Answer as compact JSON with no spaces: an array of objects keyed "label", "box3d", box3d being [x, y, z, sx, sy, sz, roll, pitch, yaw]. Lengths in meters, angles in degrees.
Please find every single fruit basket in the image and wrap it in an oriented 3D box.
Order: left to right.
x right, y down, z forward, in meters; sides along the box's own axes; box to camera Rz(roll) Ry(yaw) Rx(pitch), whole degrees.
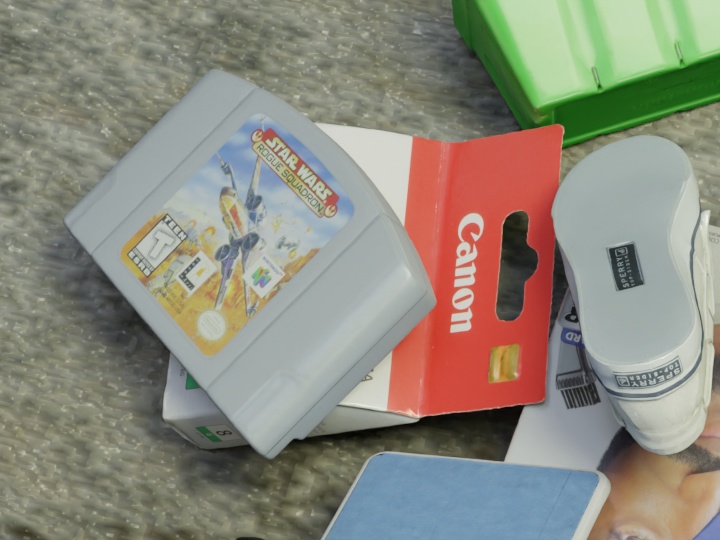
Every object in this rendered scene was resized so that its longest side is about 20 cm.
[{"label":"fruit basket","box3d":[0.138,-0.188,1.323,0.214,0.156,0.217,-1,77,5]}]

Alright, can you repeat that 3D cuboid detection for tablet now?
[{"label":"tablet","box3d":[0.024,0.155,1.146,0.129,0.014,0.200,3,39,27]}]

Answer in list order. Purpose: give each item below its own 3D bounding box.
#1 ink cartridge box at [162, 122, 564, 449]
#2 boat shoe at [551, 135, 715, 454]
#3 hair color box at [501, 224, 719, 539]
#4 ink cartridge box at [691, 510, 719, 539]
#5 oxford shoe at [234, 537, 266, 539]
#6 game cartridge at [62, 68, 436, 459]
[{"label":"ink cartridge box","box3d":[0.000,0.000,1.285,0.199,0.050,0.162,-10,60,29]},{"label":"boat shoe","box3d":[0.139,0.017,1.201,0.074,0.086,0.202,-15,32,8]},{"label":"hair color box","box3d":[0.140,0.073,1.247,0.110,0.064,0.201,15,69,16]},{"label":"ink cartridge box","box3d":[0.198,0.211,1.131,0.200,0.043,0.196,44,95,13]},{"label":"oxford shoe","box3d":[0.007,0.184,1.211,0.084,0.073,0.200,-7,27,-42]},{"label":"game cartridge","box3d":[-0.055,-0.013,1.277,0.133,0.042,0.200,-48,52,4]}]
